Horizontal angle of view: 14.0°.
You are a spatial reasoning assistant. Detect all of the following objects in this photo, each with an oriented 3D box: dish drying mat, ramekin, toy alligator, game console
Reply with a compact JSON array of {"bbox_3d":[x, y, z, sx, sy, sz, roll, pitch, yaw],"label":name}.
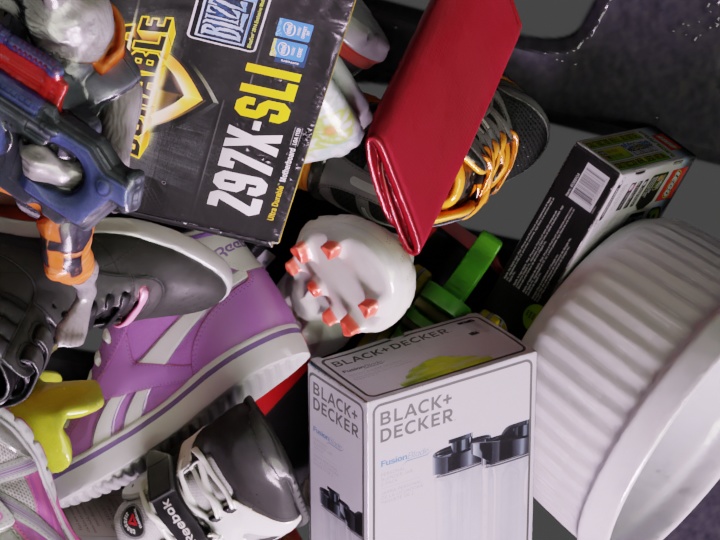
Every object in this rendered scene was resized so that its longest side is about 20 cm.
[{"bbox_3d":[0.043,-0.098,1.535,0.018,0.200,0.077,-3,127,25],"label":"dish drying mat"},{"bbox_3d":[0.164,0.064,1.706,0.200,0.105,0.200,-44,158,-23],"label":"ramekin"},{"bbox_3d":[0.019,0.064,1.669,0.200,0.059,0.054,-57,173,16],"label":"toy alligator"},{"bbox_3d":[-0.025,0.036,1.701,0.177,0.031,0.200,35,102,-35],"label":"game console"}]

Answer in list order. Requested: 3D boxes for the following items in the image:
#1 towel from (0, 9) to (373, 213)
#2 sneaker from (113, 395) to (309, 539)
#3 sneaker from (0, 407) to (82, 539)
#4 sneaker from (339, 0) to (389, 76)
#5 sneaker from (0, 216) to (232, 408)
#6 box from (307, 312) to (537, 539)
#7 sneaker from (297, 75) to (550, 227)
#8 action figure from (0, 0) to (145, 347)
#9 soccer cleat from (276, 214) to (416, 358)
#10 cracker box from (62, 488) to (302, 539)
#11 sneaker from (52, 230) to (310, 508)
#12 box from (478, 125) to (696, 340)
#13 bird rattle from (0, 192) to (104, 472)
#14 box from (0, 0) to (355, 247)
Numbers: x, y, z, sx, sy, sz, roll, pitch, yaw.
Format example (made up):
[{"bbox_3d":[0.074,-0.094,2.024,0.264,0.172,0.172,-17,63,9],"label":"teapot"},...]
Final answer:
[{"bbox_3d":[-0.108,-0.114,1.470,0.171,0.048,0.200,-14,137,24],"label":"towel"},{"bbox_3d":[-0.086,0.127,1.588,0.088,0.074,0.200,-23,168,-18],"label":"sneaker"},{"bbox_3d":[-0.186,0.146,1.505,0.081,0.088,0.200,-31,110,19],"label":"sneaker"},{"bbox_3d":[-0.070,-0.137,1.513,0.082,0.077,0.200,-43,132,16],"label":"sneaker"},{"bbox_3d":[-0.154,0.027,1.473,0.200,0.099,0.071,7,143,-26],"label":"sneaker"},{"bbox_3d":[0.033,0.135,1.628,0.116,0.060,0.201,-14,118,-30],"label":"box"},{"bbox_3d":[0.045,-0.058,1.606,0.200,0.077,0.078,-14,128,-49],"label":"sneaker"},{"bbox_3d":[-0.170,-0.078,1.369,0.105,0.200,0.194,-40,165,-45],"label":"action figure"},{"bbox_3d":[0.000,0.000,1.574,0.077,0.069,0.200,-32,178,-17],"label":"soccer cleat"},{"bbox_3d":[-0.119,0.186,1.687,0.200,0.134,0.058,5,123,-30],"label":"cracker box"},{"bbox_3d":[-0.122,0.047,1.623,0.200,0.114,0.073,-36,167,27],"label":"sneaker"},{"bbox_3d":[0.114,0.012,1.715,0.110,0.035,0.200,-14,137,-60],"label":"box"},{"bbox_3d":[-0.215,0.007,1.551,0.200,0.113,0.163,41,88,-29],"label":"bird rattle"},{"bbox_3d":[-0.094,-0.103,1.405,0.159,0.049,0.200,12,141,-7],"label":"box"}]
